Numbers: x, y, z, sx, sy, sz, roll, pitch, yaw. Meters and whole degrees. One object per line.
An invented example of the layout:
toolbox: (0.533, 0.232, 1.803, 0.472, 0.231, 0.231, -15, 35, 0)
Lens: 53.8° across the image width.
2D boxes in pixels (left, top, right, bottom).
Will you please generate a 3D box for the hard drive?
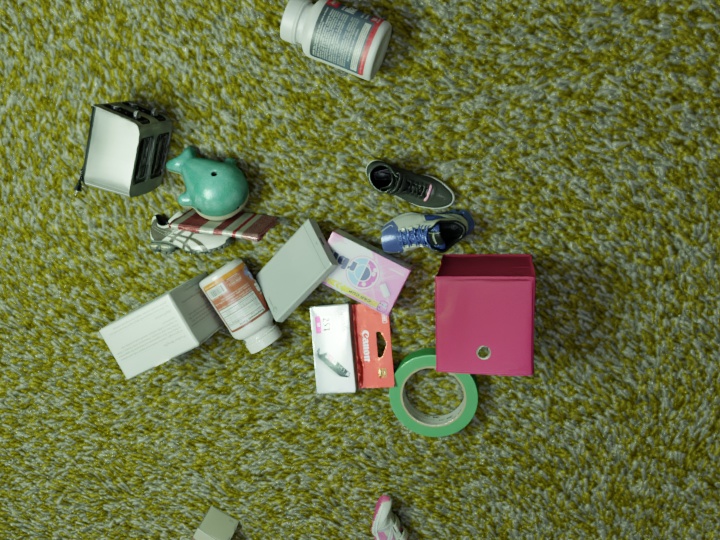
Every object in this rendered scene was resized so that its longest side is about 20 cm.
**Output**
hard drive: (-0.143, 0.001, 1.550, 0.200, 0.027, 0.132, -45, 57, 27)

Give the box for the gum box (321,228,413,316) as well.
gum box: (0.000, 0.000, 1.545, 0.200, 0.066, 0.114, 27, 103, 4)

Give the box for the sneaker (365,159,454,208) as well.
sneaker: (0.098, -0.171, 1.467, 0.200, 0.099, 0.071, 22, 107, 3)

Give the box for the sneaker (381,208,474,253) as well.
sneaker: (0.135, -0.080, 1.477, 0.199, 0.115, 0.081, -10, 102, 13)

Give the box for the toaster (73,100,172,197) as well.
toaster: (-0.501, -0.254, 1.518, 0.118, 0.181, 0.200, 18, 107, 4)

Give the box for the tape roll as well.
tape roll: (0.166, 0.276, 1.606, 0.200, 0.048, 0.201, 3, 106, 11)

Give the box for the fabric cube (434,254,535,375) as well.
fabric cube: (0.258, 0.084, 1.454, 0.196, 0.200, 0.200, 1, 105, 12)

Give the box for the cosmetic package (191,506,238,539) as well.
cosmetic package: (-0.401, 0.719, 1.811, 0.087, 0.103, 0.200, 30, 107, 1)

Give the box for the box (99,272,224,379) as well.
box: (-0.433, 0.121, 1.599, 0.199, 0.200, 0.131, -26, 97, 16)

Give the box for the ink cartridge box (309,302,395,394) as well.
ink cartridge box: (-0.019, 0.172, 1.589, 0.173, 0.044, 0.201, -5, 88, 13)

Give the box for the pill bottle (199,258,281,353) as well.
pill bottle: (-0.265, 0.082, 1.602, 0.112, 0.112, 0.200, -29, 99, 17)

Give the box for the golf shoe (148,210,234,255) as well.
golf shoe: (-0.385, -0.086, 1.597, 0.199, 0.078, 0.095, 1, 105, 10)

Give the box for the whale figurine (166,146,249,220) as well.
whale figurine: (-0.331, -0.200, 1.523, 0.200, 0.104, 0.159, 42, 69, 16)

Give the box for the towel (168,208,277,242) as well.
towel: (-0.294, -0.100, 1.539, 0.199, 0.144, 0.023, 8, 111, 9)

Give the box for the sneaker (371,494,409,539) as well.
sneaker: (0.075, 0.627, 1.710, 0.088, 0.081, 0.200, 3, 114, 9)

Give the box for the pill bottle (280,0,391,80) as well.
pill bottle: (-0.050, -0.466, 1.403, 0.200, 0.120, 0.120, 22, 108, 4)
